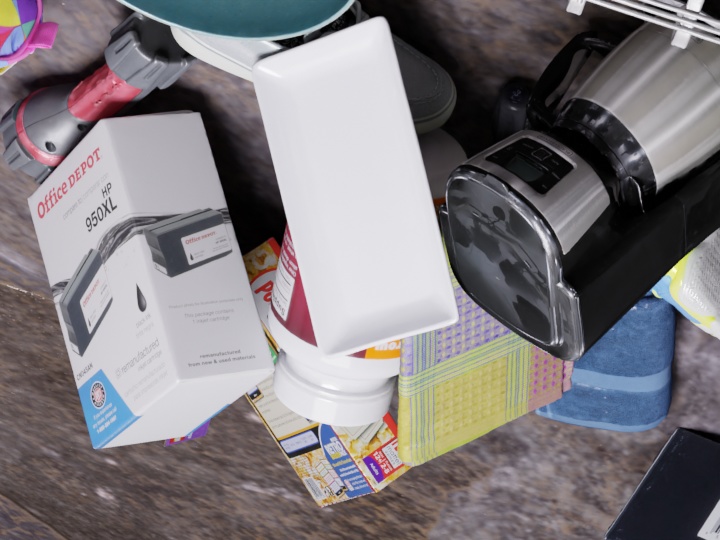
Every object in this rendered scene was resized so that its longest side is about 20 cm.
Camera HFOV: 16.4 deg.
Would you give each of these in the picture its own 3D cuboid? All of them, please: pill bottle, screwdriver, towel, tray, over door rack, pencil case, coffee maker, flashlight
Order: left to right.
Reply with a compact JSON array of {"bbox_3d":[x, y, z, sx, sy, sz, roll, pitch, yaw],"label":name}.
[{"bbox_3d":[-0.300,-0.152,1.757,0.088,0.089,0.200,35,146,-27],"label":"pencil case"},{"bbox_3d":[-0.186,-0.126,1.757,0.068,0.068,0.200,32,147,-18],"label":"flashlight"},{"bbox_3d":[0.000,0.000,1.701,0.113,0.113,0.201,15,117,4],"label":"pill bottle"},{"bbox_3d":[0.000,-0.052,1.597,0.107,0.201,0.022,-17,173,29],"label":"tray"},{"bbox_3d":[0.084,0.038,1.697,0.023,0.143,0.200,45,148,43],"label":"towel"},{"bbox_3d":[0.102,-0.074,1.748,0.028,0.029,0.200,13,157,5],"label":"screwdriver"},{"bbox_3d":[0.181,0.059,1.882,0.111,0.049,0.200,9,147,11],"label":"towel"},{"bbox_3d":[0.163,-0.039,1.554,0.135,0.200,0.192,18,143,55],"label":"coffee maker"},{"bbox_3d":[0.215,-0.213,1.436,0.147,0.067,0.200,17,135,1],"label":"over door rack"}]

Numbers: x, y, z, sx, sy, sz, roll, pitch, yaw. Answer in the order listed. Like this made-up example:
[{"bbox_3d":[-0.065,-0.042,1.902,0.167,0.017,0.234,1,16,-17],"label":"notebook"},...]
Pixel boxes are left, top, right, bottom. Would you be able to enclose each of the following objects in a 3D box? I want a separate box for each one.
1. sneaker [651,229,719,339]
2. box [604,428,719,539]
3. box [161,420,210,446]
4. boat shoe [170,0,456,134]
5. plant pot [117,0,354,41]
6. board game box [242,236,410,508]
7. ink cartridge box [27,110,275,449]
[{"bbox_3d":[0.193,-0.029,1.725,0.105,0.076,0.200,-3,132,46],"label":"sneaker"},{"bbox_3d":[0.328,0.251,1.991,0.200,0.123,0.199,22,155,36],"label":"box"},{"bbox_3d":[-0.145,0.031,1.919,0.039,0.137,0.200,-14,155,-19],"label":"box"},{"bbox_3d":[-0.029,-0.149,1.639,0.200,0.070,0.072,21,152,-1],"label":"boat shoe"},{"bbox_3d":[-0.076,-0.249,1.444,0.199,0.135,0.200,12,149,8],"label":"plant pot"},{"bbox_3d":[-0.049,0.082,1.903,0.200,0.046,0.151,57,160,-2],"label":"board game box"},{"bbox_3d":[-0.152,0.007,1.769,0.084,0.201,0.145,-6,161,-34],"label":"ink cartridge box"}]
